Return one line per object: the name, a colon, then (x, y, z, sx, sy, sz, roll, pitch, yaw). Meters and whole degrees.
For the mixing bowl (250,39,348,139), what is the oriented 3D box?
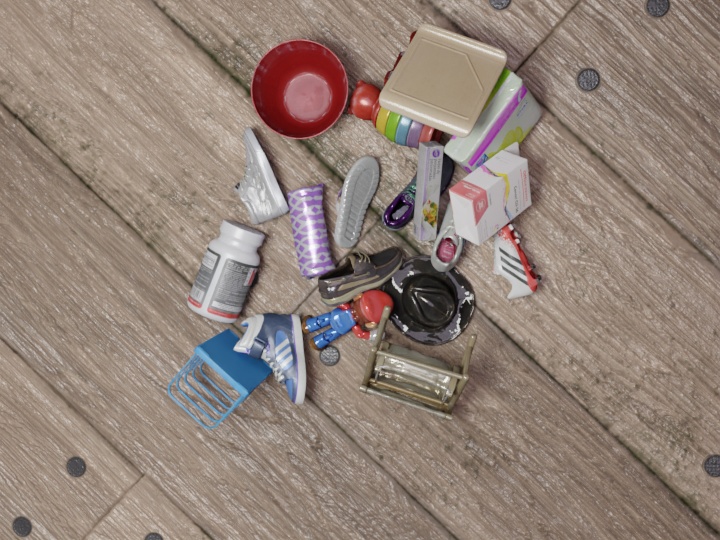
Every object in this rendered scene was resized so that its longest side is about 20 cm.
mixing bowl: (-0.119, -0.368, 1.558, 0.200, 0.108, 0.201, 0, 93, 6)

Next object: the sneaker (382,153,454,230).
sneaker: (0.123, -0.160, 1.555, 0.074, 0.088, 0.200, 41, 97, 2)

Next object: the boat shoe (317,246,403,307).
boat shoe: (0.000, 0.000, 1.556, 0.200, 0.074, 0.073, -32, 122, -16)

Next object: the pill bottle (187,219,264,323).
pill bottle: (-0.283, 0.001, 1.594, 0.116, 0.116, 0.200, 23, 96, 4)

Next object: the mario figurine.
mario figurine: (-0.019, 0.101, 1.606, 0.200, 0.106, 0.124, -23, 129, 17)

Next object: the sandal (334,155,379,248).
sandal: (-0.021, -0.149, 1.588, 0.050, 0.082, 0.203, 26, 100, 47)

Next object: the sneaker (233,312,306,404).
sneaker: (-0.195, 0.189, 1.588, 0.146, 0.081, 0.201, -3, 74, -11)

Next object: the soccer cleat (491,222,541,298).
soccer cleat: (0.302, -0.036, 1.557, 0.085, 0.069, 0.200, -27, 88, 21)

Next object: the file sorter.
file sorter: (-0.294, 0.228, 1.569, 0.139, 0.200, 0.123, 41, 99, 2)

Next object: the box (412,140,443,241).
box: (0.135, -0.158, 1.504, 0.039, 0.041, 0.200, -7, 116, -19)

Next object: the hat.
hat: (0.141, 0.067, 1.571, 0.200, 0.081, 0.201, 1, 94, 7)

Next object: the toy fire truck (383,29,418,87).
toy fire truck: (0.157, -0.382, 1.484, 0.199, 0.168, 0.112, 14, 134, 6)

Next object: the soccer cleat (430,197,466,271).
soccer cleat: (0.202, -0.092, 1.545, 0.070, 0.086, 0.200, 19, 87, 5)

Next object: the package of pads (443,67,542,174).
package of pads: (0.271, -0.282, 1.500, 0.068, 0.154, 0.200, 40, 98, 31)

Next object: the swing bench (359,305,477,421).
swing bench: (0.111, 0.207, 1.519, 0.198, 0.130, 0.200, 17, 133, 5)

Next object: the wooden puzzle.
wooden puzzle: (0.156, -0.356, 1.403, 0.185, 0.037, 0.200, 23, 71, 12)

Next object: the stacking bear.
stacking bear: (0.071, -0.323, 1.542, 0.200, 0.114, 0.122, 26, 114, 12)

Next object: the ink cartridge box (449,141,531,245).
ink cartridge box: (0.274, -0.156, 1.486, 0.200, 0.117, 0.067, -38, 45, -22)

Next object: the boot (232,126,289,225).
boot: (-0.232, -0.198, 1.596, 0.095, 0.074, 0.200, -23, 92, 0)

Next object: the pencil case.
pencil case: (-0.100, -0.081, 1.589, 0.085, 0.084, 0.201, -12, 95, -31)
